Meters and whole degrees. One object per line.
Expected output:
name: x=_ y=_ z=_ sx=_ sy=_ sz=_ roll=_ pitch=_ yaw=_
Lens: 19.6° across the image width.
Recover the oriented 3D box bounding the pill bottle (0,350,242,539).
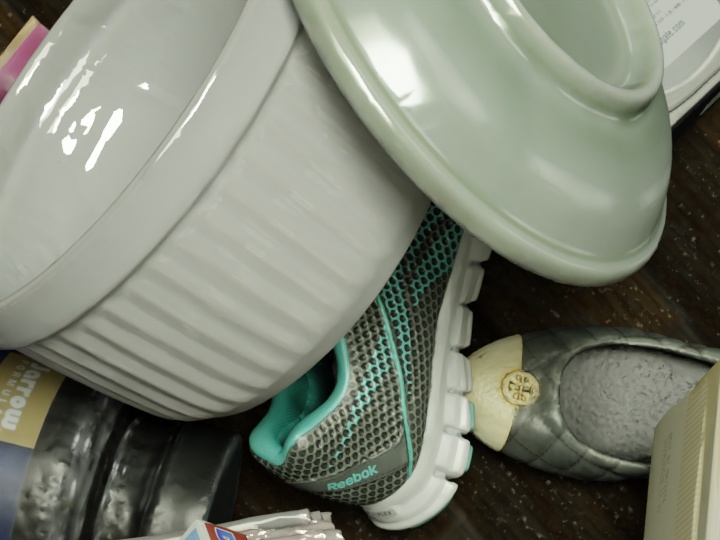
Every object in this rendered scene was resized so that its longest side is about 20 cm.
pill bottle: x=-0.153 y=0.082 z=0.821 sx=0.200 sy=0.112 sz=0.112 roll=13 pitch=78 yaw=5

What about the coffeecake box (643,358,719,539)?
coffeecake box: x=0.203 y=0.135 z=0.750 sx=0.200 sy=0.073 sz=0.154 roll=15 pitch=61 yaw=-7

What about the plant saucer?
plant saucer: x=0.055 y=-0.091 z=0.734 sx=0.050 sy=0.200 sz=0.200 roll=-36 pitch=76 yaw=32

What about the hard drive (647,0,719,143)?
hard drive: x=0.065 y=-0.129 z=0.870 sx=0.200 sy=0.038 sz=0.140 roll=42 pitch=54 yaw=11

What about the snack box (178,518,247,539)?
snack box: x=-0.097 y=0.181 z=0.727 sx=0.024 sy=0.072 sz=0.200 roll=26 pitch=112 yaw=-33

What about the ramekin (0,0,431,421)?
ramekin: x=-0.057 y=-0.039 z=0.772 sx=0.105 sy=0.200 sz=0.200 roll=35 pitch=79 yaw=-25

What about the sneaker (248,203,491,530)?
sneaker: x=0.000 y=0.000 z=0.836 sx=0.091 sy=0.078 sz=0.200 roll=14 pitch=72 yaw=-39

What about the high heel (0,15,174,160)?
high heel: x=-0.066 y=-0.120 z=0.886 sx=0.096 sy=0.067 sz=0.200 roll=38 pitch=81 yaw=8

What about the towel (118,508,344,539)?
towel: x=-0.089 y=0.184 z=0.788 sx=0.200 sy=0.032 sz=0.191 roll=-9 pitch=117 yaw=0

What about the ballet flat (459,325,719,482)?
ballet flat: x=0.135 y=0.056 z=0.847 sx=0.200 sy=0.057 sz=0.067 roll=7 pitch=77 yaw=3
